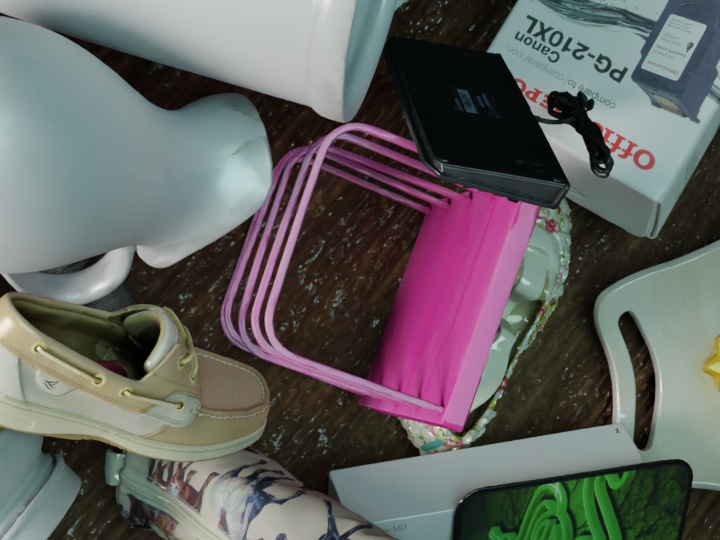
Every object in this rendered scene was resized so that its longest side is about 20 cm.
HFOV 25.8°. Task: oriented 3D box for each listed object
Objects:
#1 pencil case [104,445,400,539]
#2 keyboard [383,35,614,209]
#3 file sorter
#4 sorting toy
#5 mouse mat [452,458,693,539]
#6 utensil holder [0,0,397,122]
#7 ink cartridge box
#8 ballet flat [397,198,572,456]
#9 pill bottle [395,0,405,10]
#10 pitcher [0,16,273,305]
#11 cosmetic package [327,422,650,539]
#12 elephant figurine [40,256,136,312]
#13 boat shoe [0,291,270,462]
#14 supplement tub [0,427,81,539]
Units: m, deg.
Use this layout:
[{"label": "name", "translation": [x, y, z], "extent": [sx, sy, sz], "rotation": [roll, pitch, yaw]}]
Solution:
[{"label": "pencil case", "translation": [-0.057, 0.151, 0.903], "extent": [0.089, 0.199, 0.079], "rotation": [8, 107, -56]}, {"label": "keyboard", "translation": [0.080, -0.081, 0.865], "extent": [0.125, 0.201, 0.021], "rotation": [9, 116, -10]}, {"label": "file sorter", "translation": [0.000, 0.000, 0.910], "extent": [0.124, 0.200, 0.141], "rotation": [21, 84, -11]}, {"label": "sorting toy", "translation": [0.246, 0.062, 1.036], "extent": [0.177, 0.107, 0.203], "rotation": [-7, 92, -8]}, {"label": "mouse mat", "translation": [0.128, 0.212, 0.995], "extent": [0.159, 0.008, 0.202], "rotation": [-6, 118, -16]}, {"label": "utensil holder", "translation": [-0.079, -0.184, 0.802], "extent": [0.197, 0.170, 0.172], "rotation": [15, 85, 4]}, {"label": "ink cartridge box", "translation": [0.173, -0.146, 0.995], "extent": [0.144, 0.084, 0.201], "rotation": [30, 81, 12]}, {"label": "ballet flat", "translation": [0.091, 0.030, 1.004], "extent": [0.075, 0.064, 0.202], "rotation": [26, 82, -13]}, {"label": "pill bottle", "translation": [-0.063, -0.218, 0.938], "extent": [0.112, 0.112, 0.200], "rotation": [-44, 101, -12]}, {"label": "pitcher", "translation": [-0.169, -0.041, 0.801], "extent": [0.199, 0.172, 0.122], "rotation": [10, 46, -47]}, {"label": "cosmetic package", "translation": [0.077, 0.155, 0.986], "extent": [0.197, 0.051, 0.083], "rotation": [-8, 130, -16]}, {"label": "elephant figurine", "translation": [-0.196, -0.078, 0.904], "extent": [0.198, 0.155, 0.143], "rotation": [16, 52, -25]}, {"label": "boat shoe", "translation": [-0.122, 0.054, 0.860], "extent": [0.198, 0.074, 0.070], "rotation": [10, 122, -42]}, {"label": "supplement tub", "translation": [-0.266, 0.092, 0.859], "extent": [0.200, 0.145, 0.145], "rotation": [45, 79, -11]}]
